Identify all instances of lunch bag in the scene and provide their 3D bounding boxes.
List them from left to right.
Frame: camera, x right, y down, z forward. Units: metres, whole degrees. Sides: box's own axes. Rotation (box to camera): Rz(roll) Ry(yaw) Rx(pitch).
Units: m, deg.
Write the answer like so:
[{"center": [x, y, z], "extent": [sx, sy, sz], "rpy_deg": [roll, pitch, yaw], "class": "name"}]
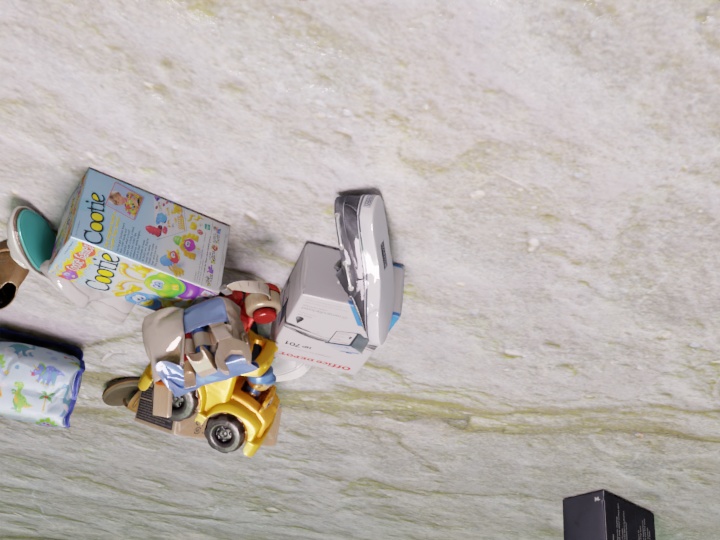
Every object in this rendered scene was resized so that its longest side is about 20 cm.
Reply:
[{"center": [-0.551, 0.175, 1.550], "extent": [0.167, 0.130, 0.200], "rpy_deg": [16, 176, -18], "class": "lunch bag"}]

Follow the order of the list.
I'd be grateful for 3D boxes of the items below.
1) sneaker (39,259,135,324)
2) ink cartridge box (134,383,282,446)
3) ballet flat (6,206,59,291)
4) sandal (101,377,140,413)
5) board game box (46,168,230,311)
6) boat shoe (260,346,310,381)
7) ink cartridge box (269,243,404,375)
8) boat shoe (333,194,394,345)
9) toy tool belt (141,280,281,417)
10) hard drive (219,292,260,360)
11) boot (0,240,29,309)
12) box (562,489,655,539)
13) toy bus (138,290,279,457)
[{"center": [-0.359, 0.006, 1.278], "extent": [0.075, 0.089, 0.200], "rpy_deg": [41, 178, 19], "class": "sneaker"}, {"center": [-0.257, 0.241, 1.578], "extent": [0.197, 0.077, 0.163], "rpy_deg": [14, 173, -37], "class": "ink cartridge box"}, {"center": [-0.439, -0.019, 1.281], "extent": [0.068, 0.071, 0.201], "rpy_deg": [-5, 151, 15], "class": "ballet flat"}, {"center": [-0.377, 0.232, 1.679], "extent": [0.195, 0.055, 0.081], "rpy_deg": [-2, 148, 11], "class": "sandal"}, {"center": [-0.283, -0.027, 1.201], "extent": [0.197, 0.107, 0.103], "rpy_deg": [23, 144, -26], "class": "board game box"}, {"center": [-0.169, 0.149, 1.511], "extent": [0.197, 0.073, 0.069], "rpy_deg": [-12, 124, 37], "class": "boat shoe"}, {"center": [-0.038, 0.060, 1.328], "extent": [0.143, 0.087, 0.201], "rpy_deg": [13, 146, -13], "class": "ink cartridge box"}, {"center": [0.000, 0.000, 1.185], "extent": [0.066, 0.072, 0.204], "rpy_deg": [3, 120, 20], "class": "boat shoe"}, {"center": [-0.182, 0.105, 1.184], "extent": [0.197, 0.125, 0.125], "rpy_deg": [-20, 152, 14], "class": "toy tool belt"}, {"center": [-0.223, 0.111, 1.423], "extent": [0.132, 0.043, 0.203], "rpy_deg": [3, 130, 5], "class": "hard drive"}, {"center": [-0.544, 0.025, 1.352], "extent": [0.073, 0.077, 0.198], "rpy_deg": [28, 143, -36], "class": "boot"}, {"center": [0.540, 0.606, 2.016], "extent": [0.198, 0.200, 0.116], "rpy_deg": [29, 143, -34], "class": "box"}, {"center": [-0.182, 0.130, 1.317], "extent": [0.198, 0.136, 0.193], "rpy_deg": [34, 112, -3], "class": "toy bus"}]
